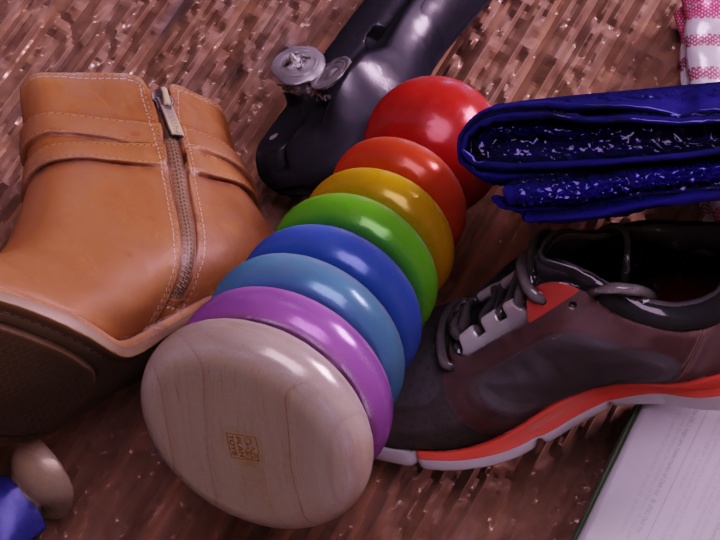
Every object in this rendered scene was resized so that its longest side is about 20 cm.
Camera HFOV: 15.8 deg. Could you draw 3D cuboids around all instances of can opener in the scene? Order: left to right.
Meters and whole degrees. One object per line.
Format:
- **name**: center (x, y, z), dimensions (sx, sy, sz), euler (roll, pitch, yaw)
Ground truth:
- **can opener**: center (0.021, -0.100, 1.068), dimensions (0.063, 0.079, 0.200), euler (2, 50, 39)

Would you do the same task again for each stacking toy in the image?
- **stacking toy**: center (0.000, 0.000, 0.940), dimensions (0.085, 0.086, 0.200), euler (27, 45, 7)

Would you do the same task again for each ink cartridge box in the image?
- **ink cartridge box**: center (0.180, 0.118, 0.966), dimensions (0.199, 0.059, 0.104), euler (26, 62, 7)

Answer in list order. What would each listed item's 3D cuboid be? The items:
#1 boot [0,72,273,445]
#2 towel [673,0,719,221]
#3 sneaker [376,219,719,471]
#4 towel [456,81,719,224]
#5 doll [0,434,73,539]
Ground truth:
- **boot**: center (-0.112, -0.014, 0.963), dimensions (0.199, 0.074, 0.155), euler (18, 46, -41)
- **towel**: center (0.211, -0.032, 1.065), dimensions (0.145, 0.030, 0.201), euler (-1, 63, -7)
- **sneaker**: center (0.069, 0.013, 0.955), dimensions (0.199, 0.082, 0.077), euler (-15, 45, 23)
- **towel**: center (0.125, -0.045, 0.961), dimensions (0.147, 0.200, 0.050), euler (-4, 94, 13)
- **doll**: center (-0.207, 0.109, 0.928), dimensions (0.200, 0.049, 0.137), euler (-34, 71, -25)
